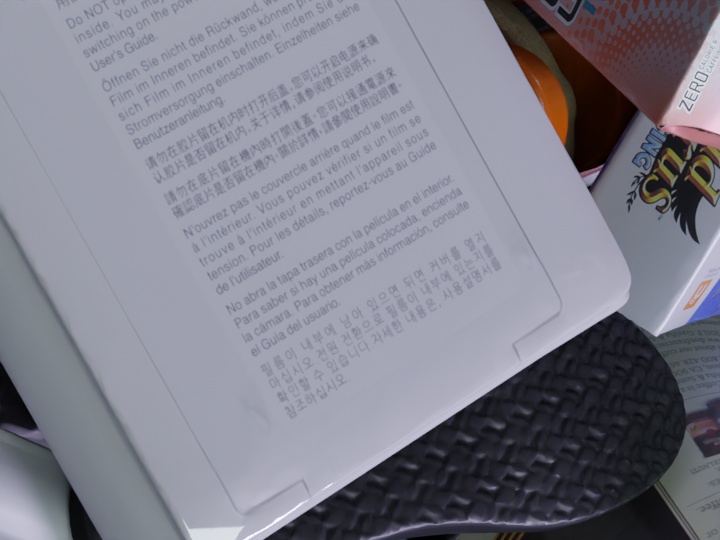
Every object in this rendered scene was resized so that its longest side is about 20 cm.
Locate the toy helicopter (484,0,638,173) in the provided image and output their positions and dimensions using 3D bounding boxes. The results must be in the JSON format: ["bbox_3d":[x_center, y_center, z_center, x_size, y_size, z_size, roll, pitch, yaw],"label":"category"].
[{"bbox_3d":[0.000,0.000,0.788,0.079,0.132,0.201,-21,127,-61],"label":"toy helicopter"}]

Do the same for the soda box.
[{"bbox_3d":[0.076,-0.101,0.685,0.063,0.200,0.069,16,111,-31],"label":"soda box"}]

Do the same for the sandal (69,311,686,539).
[{"bbox_3d":[0.005,0.053,0.718,0.200,0.045,0.075,-14,80,-26],"label":"sandal"}]

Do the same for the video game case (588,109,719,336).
[{"bbox_3d":[0.156,-0.073,0.791,0.182,0.045,0.200,-59,161,19],"label":"video game case"}]

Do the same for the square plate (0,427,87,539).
[{"bbox_3d":[-0.153,0.124,0.667,0.198,0.028,0.200,29,100,-38],"label":"square plate"}]

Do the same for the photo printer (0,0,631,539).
[{"bbox_3d":[-0.039,-0.040,0.653,0.166,0.069,0.200,-32,95,-26],"label":"photo printer"}]

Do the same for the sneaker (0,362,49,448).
[{"bbox_3d":[-0.120,0.058,0.808,0.200,0.075,0.081,-37,137,9],"label":"sneaker"}]

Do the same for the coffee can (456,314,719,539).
[{"bbox_3d":[0.099,0.089,0.826,0.146,0.200,0.147,-14,132,-17],"label":"coffee can"}]

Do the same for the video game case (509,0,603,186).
[{"bbox_3d":[0.060,-0.112,0.808,0.143,0.017,0.200,-22,127,-10],"label":"video game case"}]
